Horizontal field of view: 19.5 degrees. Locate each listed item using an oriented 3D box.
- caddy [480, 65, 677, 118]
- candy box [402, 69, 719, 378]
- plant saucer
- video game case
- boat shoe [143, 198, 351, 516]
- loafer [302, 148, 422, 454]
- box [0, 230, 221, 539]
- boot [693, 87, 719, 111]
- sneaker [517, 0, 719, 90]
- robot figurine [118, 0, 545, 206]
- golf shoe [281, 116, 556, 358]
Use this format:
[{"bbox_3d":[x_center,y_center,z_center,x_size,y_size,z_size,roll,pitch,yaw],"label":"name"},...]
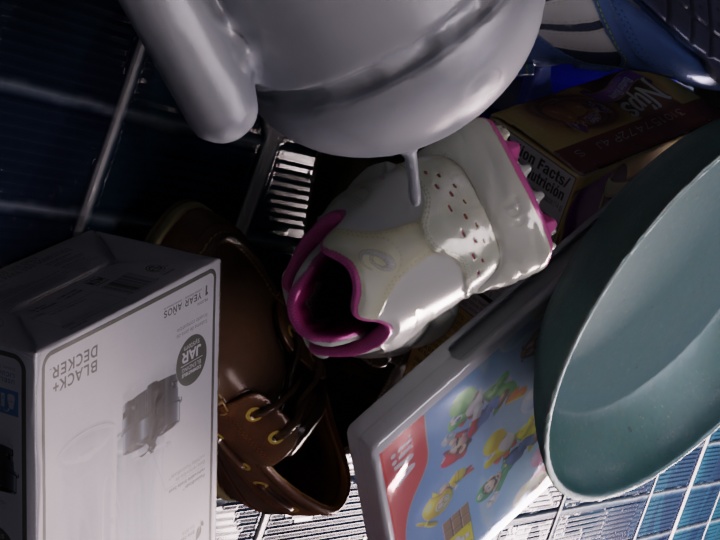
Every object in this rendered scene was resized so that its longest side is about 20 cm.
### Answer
[{"bbox_3d":[0.098,-0.092,1.014,0.200,0.105,0.142,-23,130,-59],"label":"caddy"},{"bbox_3d":[0.084,0.014,0.946,0.116,0.056,0.201,-21,139,-46],"label":"candy box"},{"bbox_3d":[0.136,0.006,0.876,0.200,0.036,0.200,-34,146,-27],"label":"plant saucer"},{"bbox_3d":[0.078,0.048,0.898,0.200,0.017,0.143,-39,148,-21],"label":"video game case"},{"bbox_3d":[-0.044,0.042,0.866,0.072,0.067,0.200,-57,155,-24],"label":"boat shoe"},{"bbox_3d":[0.006,0.010,0.940,0.070,0.075,0.201,-51,152,-44],"label":"loafer"},{"bbox_3d":[-0.105,0.099,0.751,0.117,0.060,0.201,-31,128,-56],"label":"box"},{"bbox_3d":[0.241,-0.089,0.992,0.199,0.162,0.074,-82,-171,-49],"label":"boot"},{"bbox_3d":[0.081,-0.120,0.884,0.082,0.199,0.074,-46,-149,47],"label":"sneaker"},{"bbox_3d":[-0.011,-0.120,0.687,0.170,0.113,0.200,-46,121,-23],"label":"robot figurine"},{"bbox_3d":[0.000,0.000,0.809,0.091,0.076,0.200,-28,174,-21],"label":"golf shoe"}]
